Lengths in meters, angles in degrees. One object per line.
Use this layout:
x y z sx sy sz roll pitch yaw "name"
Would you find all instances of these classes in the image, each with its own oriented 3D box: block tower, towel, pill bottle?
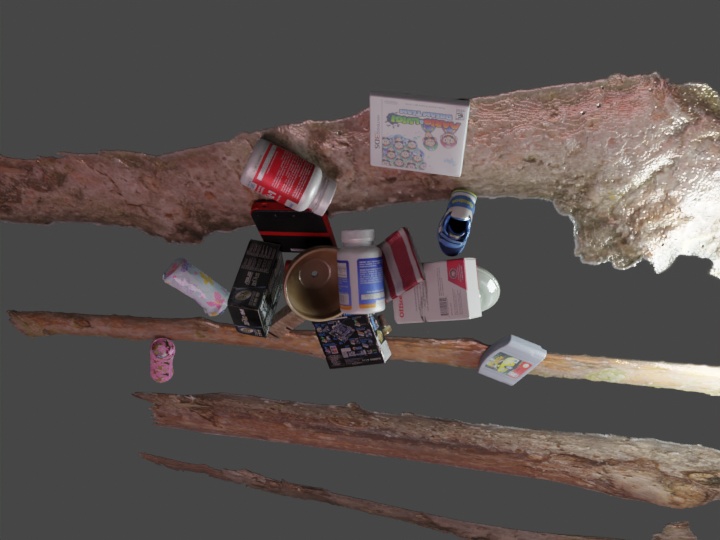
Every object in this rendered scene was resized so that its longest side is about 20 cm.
-0.224 0.149 1.918 0.054 0.058 0.200 32 137 -20 "block tower"
0.069 -0.003 1.586 0.023 0.145 0.200 -3 158 -42 "towel"
0.000 0.000 1.559 0.112 0.112 0.201 -1 95 20 "pill bottle"
-0.158 -0.203 1.438 0.199 0.113 0.112 25 140 -11 "pill bottle"

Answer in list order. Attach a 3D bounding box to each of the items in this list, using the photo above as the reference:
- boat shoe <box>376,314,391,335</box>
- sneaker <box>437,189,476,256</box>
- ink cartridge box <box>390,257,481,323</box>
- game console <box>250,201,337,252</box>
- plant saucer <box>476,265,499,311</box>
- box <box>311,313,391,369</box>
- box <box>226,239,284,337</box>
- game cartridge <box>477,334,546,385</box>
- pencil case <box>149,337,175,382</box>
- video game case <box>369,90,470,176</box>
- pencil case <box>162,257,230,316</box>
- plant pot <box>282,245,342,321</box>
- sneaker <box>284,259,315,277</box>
-0.001 0.172 1.873 0.200 0.072 0.072 -20 100 41 "boat shoe"
0.214 -0.091 1.468 0.074 0.082 0.200 9 142 6 "sneaker"
0.184 0.051 1.578 0.199 0.145 0.084 -7 177 31 "ink cartridge box"
-0.169 -0.106 1.627 0.199 0.031 0.177 3 145 17 "game console"
0.257 0.061 1.657 0.199 0.050 0.200 10 141 8 "plant saucer"
-0.034 0.177 1.822 0.199 0.050 0.199 -12 105 33 "box"
-0.269 0.049 1.686 0.086 0.201 0.164 11 151 6 "box"
0.424 0.259 1.846 0.133 0.041 0.200 24 140 -4 "game cartridge"
-0.698 0.318 2.260 0.082 0.087 0.200 -6 147 -23 "pencil case"
0.117 -0.279 1.325 0.199 0.024 0.182 9 140 9 "video game case"
-0.473 0.049 1.863 0.091 0.083 0.200 -37 119 19 "pencil case"
-0.108 0.022 1.650 0.200 0.093 0.202 -8 114 -18 "plant pot"
-0.122 0.028 1.742 0.115 0.079 0.200 -10 147 16 "sneaker"
